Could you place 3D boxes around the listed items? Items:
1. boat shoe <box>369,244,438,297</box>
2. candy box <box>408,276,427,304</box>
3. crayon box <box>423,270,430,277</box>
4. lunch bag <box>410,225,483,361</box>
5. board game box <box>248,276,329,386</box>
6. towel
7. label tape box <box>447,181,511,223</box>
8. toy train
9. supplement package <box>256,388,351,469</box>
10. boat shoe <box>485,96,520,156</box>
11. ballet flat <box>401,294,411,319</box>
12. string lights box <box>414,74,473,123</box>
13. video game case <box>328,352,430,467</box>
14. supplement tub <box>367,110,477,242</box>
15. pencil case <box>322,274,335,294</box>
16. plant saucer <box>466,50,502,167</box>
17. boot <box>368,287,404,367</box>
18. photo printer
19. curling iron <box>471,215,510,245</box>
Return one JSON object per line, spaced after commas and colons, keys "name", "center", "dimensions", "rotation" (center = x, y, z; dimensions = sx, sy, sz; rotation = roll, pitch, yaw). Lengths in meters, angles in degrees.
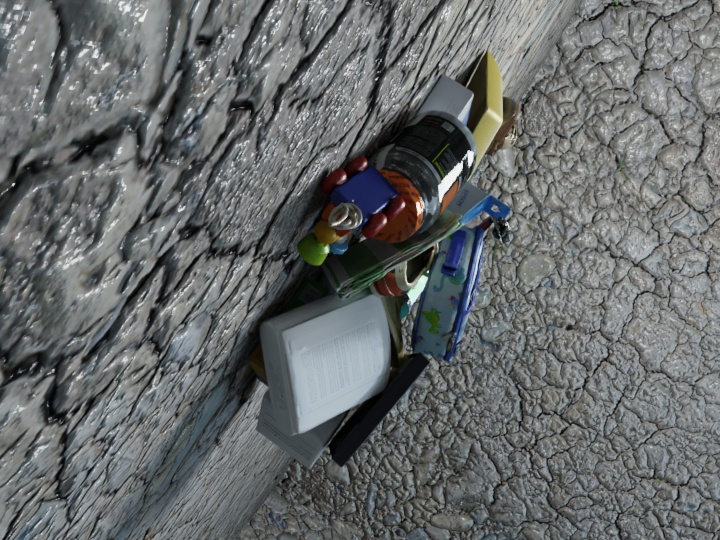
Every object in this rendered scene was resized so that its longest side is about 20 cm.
{"name": "boat shoe", "center": [0.082, -0.027, 1.093], "dimensions": [0.062, 0.072, 0.200], "rotation": [-15, -159, 38]}
{"name": "candy box", "center": [0.032, 0.060, 1.516], "dimensions": [0.168, 0.077, 0.201], "rotation": [-13, -147, 53]}
{"name": "crayon box", "center": [0.118, -0.076, 1.334], "dimensions": [0.201, 0.126, 0.051], "rotation": [-76, -168, -47]}
{"name": "lunch bag", "center": [0.139, 0.028, 1.161], "dimensions": [0.201, 0.081, 0.162], "rotation": [-67, 169, -51]}
{"name": "board game box", "center": [-0.109, 0.107, 1.166], "dimensions": [0.154, 0.040, 0.200], "rotation": [-54, 173, -16]}
{"name": "towel", "center": [0.038, -0.037, 1.050], "dimensions": [0.198, 0.024, 0.153], "rotation": [-31, -160, -4]}
{"name": "label tape box", "center": [0.144, -0.116, 1.227], "dimensions": [0.067, 0.199, 0.143], "rotation": [-58, 173, -2]}
{"name": "toy train", "center": [-0.033, -0.049, 0.853], "dimensions": [0.116, 0.085, 0.200], "rotation": [-44, 180, 29]}
{"name": "supplement package", "center": [-0.084, 0.222, 1.197], "dimensions": [0.122, 0.119, 0.200], "rotation": [-52, 173, -26]}
{"name": "boat shoe", "center": [0.264, -0.269, 1.401], "dimensions": [0.200, 0.071, 0.077], "rotation": [150, -42, -77]}
{"name": "ballet flat", "center": [-0.007, 0.090, 1.260], "dimensions": [0.198, 0.070, 0.071], "rotation": [-31, -149, -6]}
{"name": "string lights box", "center": [0.127, -0.227, 1.197], "dimensions": [0.103, 0.059, 0.200], "rotation": [-56, 174, -3]}
{"name": "video game case", "center": [0.025, 0.212, 1.150], "dimensions": [0.200, 0.025, 0.181], "rotation": [-49, 179, -8]}
{"name": "supplement tub", "center": [0.075, -0.129, 1.015], "dimensions": [0.200, 0.122, 0.123], "rotation": [-48, 170, -47]}
{"name": "pencil case", "center": [0.000, 0.000, 1.269], "dimensions": [0.200, 0.082, 0.092], "rotation": [-33, 137, -72]}
{"name": "plant saucer", "center": [0.207, -0.264, 1.348], "dimensions": [0.201, 0.048, 0.202], "rotation": [117, -13, -45]}
{"name": "boot", "center": [0.058, 0.037, 1.177], "dimensions": [0.155, 0.072, 0.202], "rotation": [-43, 125, -39]}
{"name": "photo printer", "center": [-0.039, 0.119, 1.047], "dimensions": [0.198, 0.069, 0.169], "rotation": [-21, 112, -36]}
{"name": "curling iron", "center": [0.199, -0.053, 1.240], "dimensions": [0.025, 0.050, 0.200], "rotation": [-24, 178, -17]}
